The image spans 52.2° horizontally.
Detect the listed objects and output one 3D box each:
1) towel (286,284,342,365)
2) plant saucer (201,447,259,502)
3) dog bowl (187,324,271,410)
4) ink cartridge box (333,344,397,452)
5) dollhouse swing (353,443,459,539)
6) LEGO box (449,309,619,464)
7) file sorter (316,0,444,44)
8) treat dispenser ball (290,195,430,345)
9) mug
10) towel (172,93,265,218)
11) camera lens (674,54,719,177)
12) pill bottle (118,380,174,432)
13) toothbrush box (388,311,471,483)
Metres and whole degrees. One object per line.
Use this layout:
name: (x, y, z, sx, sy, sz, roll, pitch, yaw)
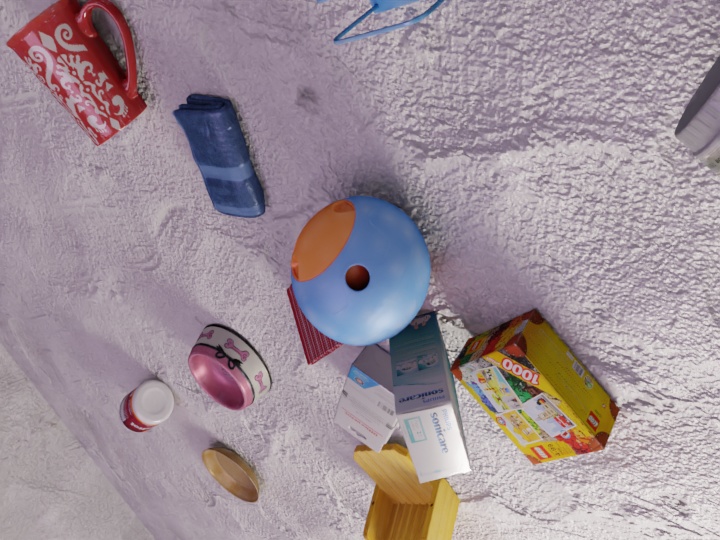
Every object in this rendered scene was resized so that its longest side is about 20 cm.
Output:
towel: (-0.075, 0.072, 1.230, 0.200, 0.022, 0.148, -39, 67, 64)
plant saucer: (-0.344, 0.544, 1.988, 0.196, 0.036, 0.204, 24, 138, 22)
dog bowl: (-0.291, 0.219, 1.598, 0.196, 0.074, 0.204, 24, 139, 23)
ink cartridge box: (0.026, 0.234, 1.335, 0.114, 0.067, 0.202, 33, 141, 11)
dollhouse swing: (0.063, 0.467, 1.457, 0.174, 0.185, 0.198, 36, 148, -28)
LEGO box: (0.251, 0.173, 1.069, 0.201, 0.077, 0.148, 48, 142, -7)
file sorter: (0.006, -0.353, 0.744, 0.136, 0.123, 0.203, 1, 128, 41)
treat dispenser ball: (0.000, 0.000, 1.023, 0.197, 0.202, 0.204, 23, 139, 22)
mug: (-0.434, -0.317, 1.167, 0.175, 0.134, 0.202, -8, 124, 47)
towel: (-0.221, -0.177, 1.176, 0.109, 0.049, 0.204, 12, 133, 32)
camera lens: (0.385, -0.120, 0.600, 0.198, 0.160, 0.161, 35, 142, 9)
pill bottle: (-0.580, 0.370, 1.968, 0.113, 0.113, 0.199, 47, 143, -8)
toothbrush box: (0.102, 0.187, 1.108, 0.083, 0.202, 0.149, -15, 124, 7)
